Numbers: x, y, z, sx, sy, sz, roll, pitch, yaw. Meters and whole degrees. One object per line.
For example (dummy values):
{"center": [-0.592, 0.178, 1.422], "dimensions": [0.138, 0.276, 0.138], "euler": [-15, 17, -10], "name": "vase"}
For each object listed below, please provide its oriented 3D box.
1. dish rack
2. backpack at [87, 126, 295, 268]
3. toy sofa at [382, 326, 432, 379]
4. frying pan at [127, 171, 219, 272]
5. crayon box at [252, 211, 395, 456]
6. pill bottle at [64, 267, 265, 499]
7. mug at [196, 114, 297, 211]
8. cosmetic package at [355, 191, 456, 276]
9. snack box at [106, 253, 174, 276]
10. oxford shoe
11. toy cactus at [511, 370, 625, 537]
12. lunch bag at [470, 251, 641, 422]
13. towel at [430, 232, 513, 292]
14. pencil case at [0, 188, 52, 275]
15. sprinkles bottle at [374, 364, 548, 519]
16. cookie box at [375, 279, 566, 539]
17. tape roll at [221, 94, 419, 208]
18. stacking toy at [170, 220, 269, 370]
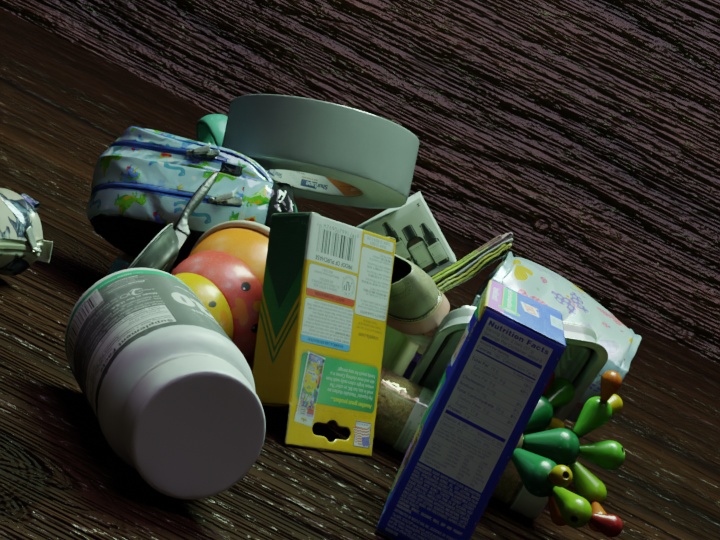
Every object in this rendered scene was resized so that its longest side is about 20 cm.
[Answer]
{"center": [0.131, 0.099, 1.582], "dimensions": [0.170, 0.200, 0.044], "euler": [10, 53, -12], "name": "dish rack"}
{"center": [-0.168, -0.062, 1.616], "dimensions": [0.199, 0.155, 0.163], "euler": [-3, -8, -7], "name": "backpack"}
{"center": [0.086, 0.119, 1.732], "dimensions": [0.098, 0.083, 0.199], "euler": [39, 15, 37], "name": "toy sofa"}
{"center": [-0.185, -0.009, 1.492], "dimensions": [0.031, 0.115, 0.190], "euler": [39, 33, 0], "name": "frying pan"}
{"center": [-0.034, 0.059, 1.461], "dimensions": [0.051, 0.201, 0.125], "euler": [0, -10, 38], "name": "crayon box"}
{"center": [-0.141, 0.080, 1.181], "dimensions": [0.113, 0.114, 0.200], "euler": [22, 10, -26], "name": "pill bottle"}
{"center": [-0.151, -0.057, 1.797], "dimensions": [0.114, 0.152, 0.185], "euler": [37, -12, 52], "name": "mug"}
{"center": [-0.004, 0.001, 1.747], "dimensions": [0.083, 0.199, 0.051], "euler": [60, 6, -6], "name": "cosmetic package"}
{"center": [-0.153, 0.038, 1.660], "dimensions": [0.199, 0.037, 0.116], "euler": [26, 9, 2], "name": "snack box"}
{"center": [0.000, 0.000, 1.583], "dimensions": [0.199, 0.071, 0.074], "euler": [13, -36, 42], "name": "oxford shoe"}
{"center": [0.160, 0.151, 1.463], "dimensions": [0.164, 0.103, 0.201], "euler": [9, 43, -5], "name": "toy cactus"}
{"center": [0.190, 0.068, 1.692], "dimensions": [0.169, 0.128, 0.200], "euler": [32, 1, 2], "name": "lunch bag"}
{"center": [0.092, 0.010, 1.714], "dimensions": [0.023, 0.143, 0.200], "euler": [57, -3, 2], "name": "towel"}
{"center": [-0.336, -0.030, 1.383], "dimensions": [0.089, 0.078, 0.200], "euler": [8, 4, 12], "name": "pencil case"}
{"center": [0.089, 0.160, 1.538], "dimensions": [0.199, 0.069, 0.068], "euler": [27, 8, 2], "name": "sprinkles bottle"}
{"center": [0.093, 0.120, 1.338], "dimensions": [0.075, 0.201, 0.171], "euler": [26, 8, 3], "name": "cookie box"}
{"center": [-0.043, -0.120, 1.680], "dimensions": [0.199, 0.067, 0.200], "euler": [12, -8, 2], "name": "tape roll"}
{"center": [-0.143, 0.046, 1.462], "dimensions": [0.146, 0.147, 0.200], "euler": [29, 28, 20], "name": "stacking toy"}
